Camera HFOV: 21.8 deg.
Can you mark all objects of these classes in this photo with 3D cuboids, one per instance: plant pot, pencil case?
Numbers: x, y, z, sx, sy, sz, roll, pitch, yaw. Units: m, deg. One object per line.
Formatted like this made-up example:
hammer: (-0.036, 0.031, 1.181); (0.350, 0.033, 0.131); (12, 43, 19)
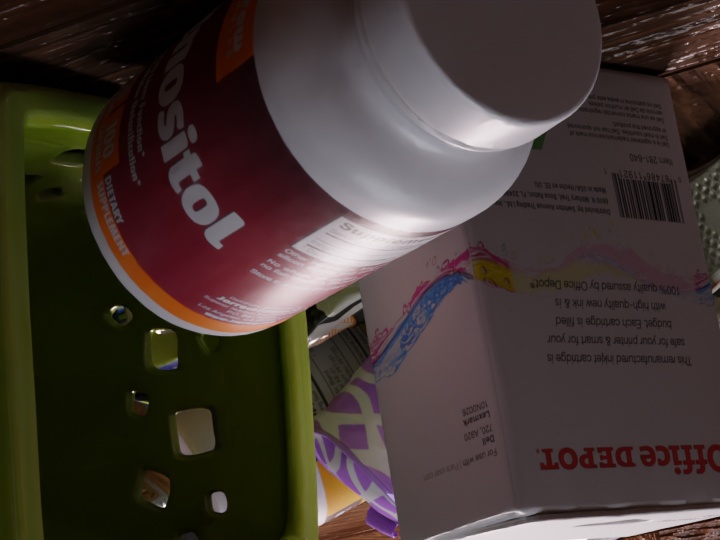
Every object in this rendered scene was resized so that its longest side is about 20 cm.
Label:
plant pot: (-0.148, 0.046, 0.815); (0.180, 0.202, 0.198); (-11, 168, 31)
pencil case: (0.060, 0.048, 0.972); (0.200, 0.084, 0.086); (-46, 133, -12)

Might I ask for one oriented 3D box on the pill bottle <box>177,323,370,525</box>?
pill bottle: (-0.007, 0.073, 1.049); (0.199, 0.110, 0.109); (-26, 170, -18)

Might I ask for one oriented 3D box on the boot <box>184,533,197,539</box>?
boot: (-0.185, 0.140, 1.167); (0.187, 0.200, 0.069); (-19, 135, -36)

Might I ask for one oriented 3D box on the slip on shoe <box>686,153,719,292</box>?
slip on shoe: (0.189, -0.030, 0.983); (0.061, 0.075, 0.200); (-21, 174, -31)

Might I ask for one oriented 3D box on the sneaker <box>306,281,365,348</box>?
sneaker: (0.000, 0.000, 0.965); (0.080, 0.074, 0.199); (-1, 165, -45)

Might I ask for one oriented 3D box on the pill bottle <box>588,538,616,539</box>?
pill bottle: (0.128, 0.114, 1.145); (0.113, 0.114, 0.200); (2, 155, -37)

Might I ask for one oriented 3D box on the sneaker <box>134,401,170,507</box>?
sneaker: (-0.120, 0.113, 1.122); (0.198, 0.076, 0.088); (-3, 169, -12)

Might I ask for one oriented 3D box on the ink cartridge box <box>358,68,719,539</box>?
ink cartridge box: (0.079, 0.016, 0.818); (0.144, 0.202, 0.084); (3, 161, -38)

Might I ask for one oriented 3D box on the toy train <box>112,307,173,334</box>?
toy train: (-0.152, 0.033, 0.990); (0.198, 0.086, 0.116); (-6, 175, -12)

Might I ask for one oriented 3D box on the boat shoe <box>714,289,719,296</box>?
boat shoe: (0.166, 0.026, 1.162); (0.198, 0.073, 0.071); (-6, 169, -4)

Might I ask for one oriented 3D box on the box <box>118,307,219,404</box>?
box: (-0.084, 0.046, 1.131); (0.199, 0.048, 0.121); (4, 159, -44)

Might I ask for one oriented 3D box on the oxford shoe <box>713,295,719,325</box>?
oxford shoe: (0.127, 0.079, 1.006); (0.200, 0.058, 0.075); (-42, 161, 34)

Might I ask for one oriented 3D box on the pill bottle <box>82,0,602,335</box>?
pill bottle: (-0.010, -0.056, 0.671); (0.112, 0.114, 0.200); (1, 161, -36)
